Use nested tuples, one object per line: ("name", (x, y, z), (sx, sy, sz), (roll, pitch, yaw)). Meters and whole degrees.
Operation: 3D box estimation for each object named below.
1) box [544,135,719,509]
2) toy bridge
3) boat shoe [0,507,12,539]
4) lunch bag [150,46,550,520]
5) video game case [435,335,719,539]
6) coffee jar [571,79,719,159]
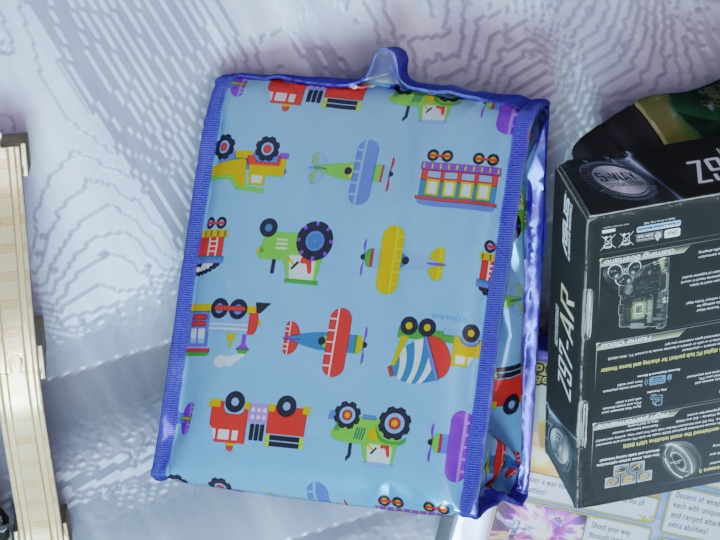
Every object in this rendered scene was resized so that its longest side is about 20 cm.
("box", (0.182, 0.014, 1.255), (0.200, 0.044, 0.160), (-10, 127, -11))
("toy bridge", (-0.153, 0.035, 1.297), (0.027, 0.067, 0.200), (-6, 102, -4))
("boat shoe", (-0.237, 0.070, 1.289), (0.200, 0.069, 0.057), (32, 107, -4))
("lunch bag", (0.000, 0.000, 1.280), (0.150, 0.094, 0.200), (6, 92, 18))
("video game case", (0.135, 0.135, 1.352), (0.200, 0.045, 0.182), (13, 100, -7))
("coffee jar", (0.200, -0.054, 1.299), (0.200, 0.085, 0.104), (-25, 115, 0))
